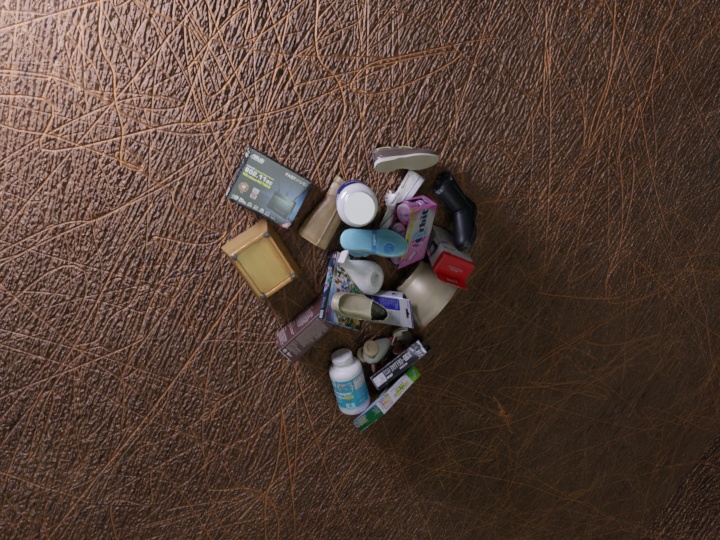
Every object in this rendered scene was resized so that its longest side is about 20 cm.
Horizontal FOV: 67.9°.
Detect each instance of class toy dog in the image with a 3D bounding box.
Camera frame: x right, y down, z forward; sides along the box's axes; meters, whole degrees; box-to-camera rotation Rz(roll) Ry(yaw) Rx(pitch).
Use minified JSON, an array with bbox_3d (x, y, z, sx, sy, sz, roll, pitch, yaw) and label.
[{"bbox_3d":[0.085,0.265,1.734,0.196,0.132,0.098,-21,74,0],"label":"toy dog"}]

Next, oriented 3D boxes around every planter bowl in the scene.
[{"bbox_3d":[0.197,0.055,1.657,0.134,0.200,0.201,41,96,-2],"label":"planter bowl"}]

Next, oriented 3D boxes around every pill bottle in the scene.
[{"bbox_3d":[-0.039,0.357,1.735,0.108,0.111,0.204,-18,114,-9],"label":"pill bottle"},{"bbox_3d":[-0.010,-0.177,1.419,0.108,0.200,0.114,-1,104,-5],"label":"pill bottle"}]

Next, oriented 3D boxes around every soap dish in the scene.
[{"bbox_3d":[-0.278,-0.024,1.531,0.156,0.081,0.202,-32,115,-2],"label":"soap dish"}]

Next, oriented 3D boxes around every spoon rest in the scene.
[{"bbox_3d":[0.000,0.000,1.579,0.199,0.060,0.101,37,71,-42],"label":"spoon rest"}]

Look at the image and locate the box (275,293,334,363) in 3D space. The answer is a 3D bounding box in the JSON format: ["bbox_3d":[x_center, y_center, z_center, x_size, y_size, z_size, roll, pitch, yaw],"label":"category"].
[{"bbox_3d":[-0.161,0.174,1.634,0.200,0.100,0.075,-43,116,4],"label":"box"}]

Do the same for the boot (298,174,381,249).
[{"bbox_3d":[-0.060,-0.150,1.559,0.173,0.066,0.202,32,99,-12],"label":"boot"}]

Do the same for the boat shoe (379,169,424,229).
[{"bbox_3d":[0.106,-0.209,1.588,0.069,0.071,0.202,36,102,2],"label":"boat shoe"}]

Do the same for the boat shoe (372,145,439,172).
[{"bbox_3d":[0.130,-0.328,1.540,0.195,0.061,0.072,-8,153,-11],"label":"boat shoe"}]

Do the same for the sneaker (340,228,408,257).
[{"bbox_3d":[0.043,-0.075,1.568,0.195,0.131,0.082,10,83,5],"label":"sneaker"}]

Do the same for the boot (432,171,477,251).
[{"bbox_3d":[0.275,-0.178,1.590,0.076,0.203,0.168,-23,127,40],"label":"boot"}]

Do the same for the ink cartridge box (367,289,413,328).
[{"bbox_3d":[0.079,0.113,1.645,0.039,0.196,0.102,-37,127,-49],"label":"ink cartridge box"}]

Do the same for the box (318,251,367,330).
[{"bbox_3d":[-0.043,0.063,1.592,0.135,0.037,0.205,20,73,-34],"label":"box"}]

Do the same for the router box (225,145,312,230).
[{"bbox_3d":[-0.249,-0.225,1.470,0.197,0.062,0.152,26,101,-24],"label":"router box"}]

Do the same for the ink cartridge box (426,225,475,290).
[{"bbox_3d":[0.269,-0.041,1.616,0.114,0.202,0.068,18,123,-22],"label":"ink cartridge box"}]

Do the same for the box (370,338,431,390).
[{"bbox_3d":[0.134,0.300,1.732,0.199,0.158,0.050,-39,78,7],"label":"box"}]

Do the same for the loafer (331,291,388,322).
[{"bbox_3d":[0.004,0.106,1.556,0.197,0.068,0.078,15,76,-35],"label":"loafer"}]

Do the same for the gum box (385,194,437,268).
[{"bbox_3d":[0.149,-0.119,1.580,0.112,0.066,0.204,-21,134,-36],"label":"gum box"}]

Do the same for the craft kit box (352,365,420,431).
[{"bbox_3d":[0.083,0.411,1.716,0.048,0.201,0.197,44,53,6],"label":"craft kit box"}]
